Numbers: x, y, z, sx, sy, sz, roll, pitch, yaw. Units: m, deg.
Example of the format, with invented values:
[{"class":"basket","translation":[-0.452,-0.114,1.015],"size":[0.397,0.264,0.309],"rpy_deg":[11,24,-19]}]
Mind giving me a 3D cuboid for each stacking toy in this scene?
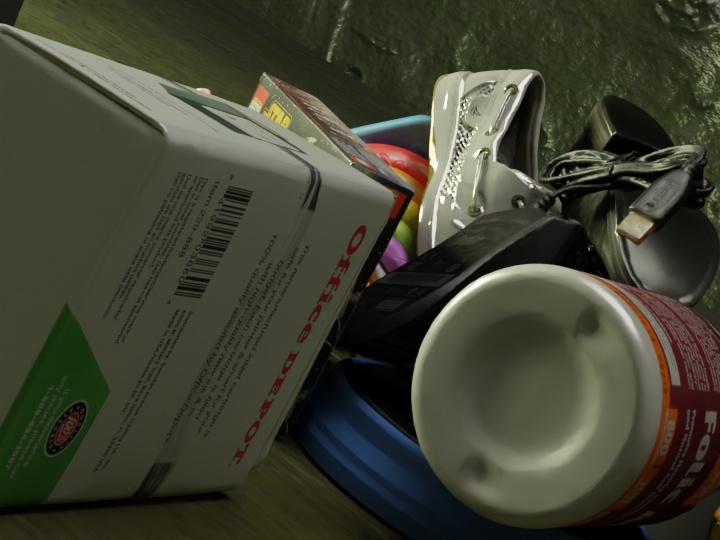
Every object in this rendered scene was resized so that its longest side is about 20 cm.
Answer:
[{"class":"stacking toy","translation":[0.000,0.000,1.094],"size":[0.200,0.109,0.117],"rpy_deg":[-69,143,-68]}]

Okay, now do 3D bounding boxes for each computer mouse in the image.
[{"class":"computer mouse","translation":[0.088,-0.001,0.981],"size":[0.140,0.200,0.046],"rpy_deg":[-1,-62,56]}]

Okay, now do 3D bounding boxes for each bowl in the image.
[{"class":"bowl","translation":[0.061,0.108,1.008],"size":[0.200,0.039,0.201],"rpy_deg":[30,8,-5]}]

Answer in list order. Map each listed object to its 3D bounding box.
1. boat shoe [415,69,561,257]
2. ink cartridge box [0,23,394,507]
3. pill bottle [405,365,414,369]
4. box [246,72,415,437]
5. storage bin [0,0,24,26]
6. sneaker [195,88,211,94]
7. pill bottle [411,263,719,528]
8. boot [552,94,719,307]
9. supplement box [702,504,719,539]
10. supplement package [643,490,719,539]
[{"class":"boat shoe","translation":[0.075,-0.031,1.091],"size":[0.069,0.201,0.071],"rpy_deg":[-12,-33,23]},{"class":"ink cartridge box","translation":[-0.086,0.005,0.747],"size":[0.084,0.146,0.200],"rpy_deg":[32,8,22]},{"class":"pill bottle","translation":[0.073,0.023,1.310],"size":[0.199,0.109,0.109],"rpy_deg":[24,10,-33]},{"class":"box","translation":[-0.044,-0.015,1.031],"size":[0.040,0.137,0.200],"rpy_deg":[23,11,-21]},{"class":"storage bin","translation":[-0.276,-0.155,1.086],"size":[0.199,0.135,0.146],"rpy_deg":[26,9,-21]},{"class":"sneaker","translation":[-0.084,-0.043,1.184],"size":[0.200,0.105,0.075],"rpy_deg":[28,7,-23]},{"class":"pill bottle","translation":[0.114,0.063,0.927],"size":[0.114,0.115,0.200],"rpy_deg":[34,10,26]},{"class":"boot","translation":[0.120,0.011,1.130],"size":[0.069,0.174,0.200],"rpy_deg":[26,31,-16]},{"class":"supplement box","translation":[0.264,0.112,1.049],"size":[0.109,0.200,0.109],"rpy_deg":[32,-31,14]},{"class":"supplement package","translation":[0.196,0.106,1.192],"size":[0.199,0.122,0.120],"rpy_deg":[27,9,-22]}]
